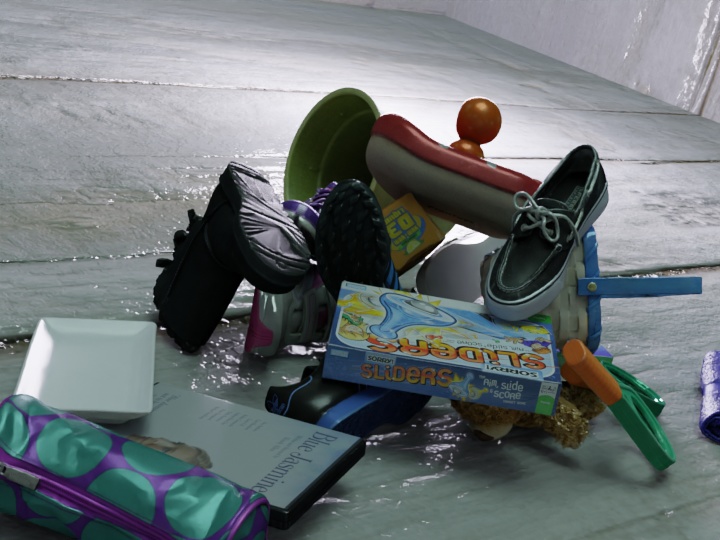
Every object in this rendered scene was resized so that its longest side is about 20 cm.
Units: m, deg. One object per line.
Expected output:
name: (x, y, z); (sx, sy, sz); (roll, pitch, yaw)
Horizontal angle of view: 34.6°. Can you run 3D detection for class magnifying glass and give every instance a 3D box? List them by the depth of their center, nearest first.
magnifying glass: (0.236, 0.119, 1.046); (0.200, 0.022, 0.080); (41, 22, -41)
magnifying glass: (0.251, 0.113, 1.161); (0.080, 0.022, 0.200); (40, 14, 33)

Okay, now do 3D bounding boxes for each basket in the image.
basket: (0.229, 0.019, 1.182); (0.200, 0.139, 0.176); (3, -5, -4)

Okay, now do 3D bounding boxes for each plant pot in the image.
plant pot: (0.033, -0.114, 1.508); (0.190, 0.200, 0.200); (15, 15, -38)

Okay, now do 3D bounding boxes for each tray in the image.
tray: (-0.227, 0.084, 0.973); (0.107, 0.022, 0.200); (2, 18, -9)

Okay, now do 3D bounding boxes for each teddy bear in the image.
teddy bear: (0.157, 0.126, 1.112); (0.145, 0.067, 0.200); (31, 18, 16)

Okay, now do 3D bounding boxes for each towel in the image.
towel: (0.445, 0.145, 1.256); (0.147, 0.050, 0.200); (19, 21, 10)

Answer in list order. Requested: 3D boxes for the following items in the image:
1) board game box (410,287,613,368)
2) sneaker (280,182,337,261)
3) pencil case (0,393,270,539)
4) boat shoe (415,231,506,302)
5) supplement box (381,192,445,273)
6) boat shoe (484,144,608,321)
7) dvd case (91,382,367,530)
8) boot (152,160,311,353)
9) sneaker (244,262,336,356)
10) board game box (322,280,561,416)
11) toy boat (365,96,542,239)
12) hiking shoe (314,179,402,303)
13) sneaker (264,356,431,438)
board game box: (0.165, 0.070, 1.296); (0.200, 0.029, 0.135); (7, 20, -18)
sneaker: (-0.048, -0.055, 1.192); (0.081, 0.084, 0.200); (25, 2, 10)
pencil case: (-0.160, 0.155, 0.771); (0.200, 0.085, 0.092); (19, 5, 15)
boat shoe: (0.117, -0.003, 1.336); (0.064, 0.071, 0.200); (-12, 8, 41)
supplement box: (0.036, -0.029, 1.271); (0.069, 0.066, 0.200); (56, -8, 1)
boat shoe: (0.176, -0.040, 1.085); (0.074, 0.068, 0.199); (23, 57, 34)
dvd case: (-0.113, 0.139, 0.900); (0.200, 0.018, 0.143); (13, 18, 21)
boot: (-0.128, 0.007, 1.078); (0.073, 0.163, 0.198); (21, 24, -31)
sneaker: (-0.057, 0.035, 1.163); (0.088, 0.082, 0.200); (16, 21, 8)
board game box: (0.073, 0.067, 1.027); (0.200, 0.035, 0.135); (9, 24, 0)
toy boat: (0.109, -0.123, 1.226); (0.200, 0.131, 0.131); (21, -8, -1)
hiking shoe: (0.000, 0.000, 1.137); (0.074, 0.200, 0.087); (-6, 23, 6)
sneaker: (0.000, 0.103, 1.036); (0.078, 0.070, 0.200); (33, 28, 26)
